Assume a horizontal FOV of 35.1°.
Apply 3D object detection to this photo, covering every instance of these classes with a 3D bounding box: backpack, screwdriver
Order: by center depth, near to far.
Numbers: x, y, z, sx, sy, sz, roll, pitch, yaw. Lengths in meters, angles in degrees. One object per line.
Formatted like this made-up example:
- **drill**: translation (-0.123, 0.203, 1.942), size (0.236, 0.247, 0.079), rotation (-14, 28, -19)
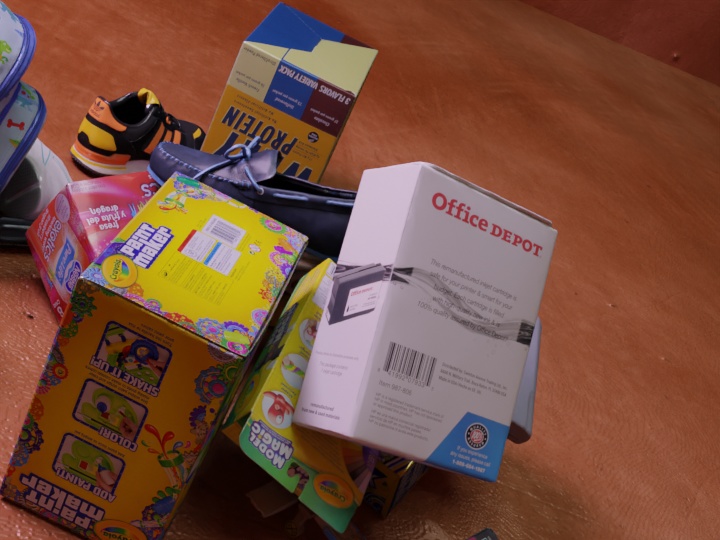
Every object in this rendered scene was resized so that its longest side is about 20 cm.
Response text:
- **backpack**: translation (-0.363, -0.148, 0.988), size (0.146, 0.201, 0.183), rotation (32, 0, -39)
- **screwdriver**: translation (-0.368, -0.037, 1.009), size (0.198, 0.028, 0.029), rotation (2, 6, -38)

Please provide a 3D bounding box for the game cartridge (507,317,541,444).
- **game cartridge**: translation (0.079, 0.046, 0.967), size (0.199, 0.041, 0.134), rotation (33, 47, -29)

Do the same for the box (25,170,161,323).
- **box**: translation (-0.183, -0.029, 1.024), size (0.199, 0.099, 0.096), rotation (-15, 76, -44)

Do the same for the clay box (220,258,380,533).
- **clay box**: translation (-0.030, 0.099, 0.892), size (0.115, 0.047, 0.201), rotation (43, 44, -16)

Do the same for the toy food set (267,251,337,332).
- **toy food set**: translation (-0.079, 0.041, 1.019), size (0.198, 0.143, 0.061), rotation (11, 59, -29)

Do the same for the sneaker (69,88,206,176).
- **sneaker**: translation (-0.234, -0.162, 1.285), size (0.070, 0.091, 0.199), rotation (38, 28, 22)

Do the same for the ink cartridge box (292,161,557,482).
- **ink cartridge box**: translation (0.051, 0.039, 0.851), size (0.144, 0.202, 0.084), rotation (22, -11, -32)

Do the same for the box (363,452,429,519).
- **box**: translation (0.058, 0.122, 1.009), size (0.070, 0.065, 0.200), rotation (35, 46, 17)

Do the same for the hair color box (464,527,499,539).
- **hair color box**: translation (0.049, 0.262, 0.792), size (0.199, 0.061, 0.100), rotation (-11, 61, -51)

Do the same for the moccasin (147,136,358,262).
- **moccasin**: translation (-0.082, -0.077, 0.983), size (0.198, 0.069, 0.081), rotation (20, 25, -9)

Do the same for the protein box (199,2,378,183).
- **protein box**: translation (-0.090, -0.170, 1.310), size (0.134, 0.201, 0.199), rotation (25, 26, -3)

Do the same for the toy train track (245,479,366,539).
- **toy train track**: translation (-0.024, 0.205, 0.886), size (0.200, 0.033, 0.114), rotation (48, 35, 21)

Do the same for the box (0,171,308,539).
- **box**: translation (-0.146, 0.066, 0.840), size (0.121, 0.194, 0.200), rotation (26, 25, -2)

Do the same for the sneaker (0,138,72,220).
- **sneaker**: translation (-0.345, -0.110, 1.130), size (0.200, 0.071, 0.080), rotation (47, 17, 30)
